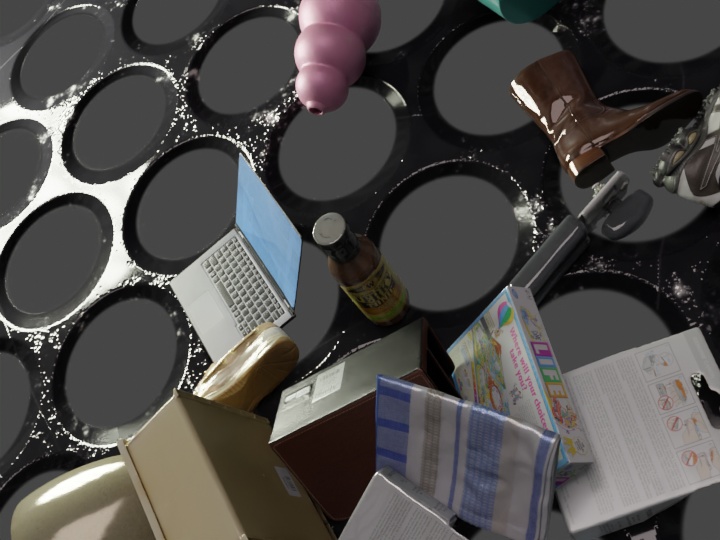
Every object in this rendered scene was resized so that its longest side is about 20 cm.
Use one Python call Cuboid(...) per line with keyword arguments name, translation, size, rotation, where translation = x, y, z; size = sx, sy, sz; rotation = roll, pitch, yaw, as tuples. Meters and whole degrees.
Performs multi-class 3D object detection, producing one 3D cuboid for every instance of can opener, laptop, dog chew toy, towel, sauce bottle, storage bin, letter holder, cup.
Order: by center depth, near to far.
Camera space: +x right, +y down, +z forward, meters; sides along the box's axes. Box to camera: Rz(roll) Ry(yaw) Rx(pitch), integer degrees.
Cuboid(name="towel", translation=(0.101, 0.192, 0.896), size=(0.197, 0.149, 0.024), rotation=(16, 33, 25))
Cuboid(name="storage bin", translation=(-0.134, 0.251, 0.974), size=(0.094, 0.198, 0.201), rotation=(-44, 53, 10))
Cuboid(name="cup", translation=(-0.262, 0.288, 1.002), size=(0.143, 0.200, 0.201), rotation=(-39, 54, 5))
Cuboid(name="letter holder", translation=(0.022, 0.174, 1.006), size=(0.198, 0.143, 0.101), rotation=(-29, 22, 19))
Cuboid(name="can opener", translation=(0.253, -0.033, 1.037), size=(0.200, 0.053, 0.066), rotation=(-44, 55, -3))
Cuboid(name="sauce bottle", translation=(0.000, 0.000, 1.047), size=(0.063, 0.200, 0.066), rotation=(-11, 61, 20))
Cuboid(name="laptop", translation=(-0.170, -0.008, 1.183), size=(0.199, 0.116, 0.188), rotation=(-39, 53, 0))
Cuboid(name="dog chew toy", translation=(-0.041, -0.322, 1.299), size=(0.122, 0.124, 0.204), rotation=(5, 73, 27))

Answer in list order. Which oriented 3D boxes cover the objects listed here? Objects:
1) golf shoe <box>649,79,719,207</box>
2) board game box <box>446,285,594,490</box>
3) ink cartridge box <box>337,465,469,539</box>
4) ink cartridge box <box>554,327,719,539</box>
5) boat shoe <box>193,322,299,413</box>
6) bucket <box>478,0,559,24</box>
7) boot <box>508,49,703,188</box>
Cuboid(name="golf shoe", translation=(0.422, -0.157, 1.026), size=(0.094, 0.078, 0.201), rotation=(37, 84, 18))
Cuboid(name="board game box", translation=(0.161, 0.139, 0.949), size=(0.135, 0.034, 0.203), rotation=(-53, 41, 44))
Cuboid(name="ink cartridge box", translation=(0.043, 0.332, 0.906), size=(0.172, 0.043, 0.202), rotation=(31, 97, 16))
Cuboid(name="ink cartridge box", translation=(0.283, 0.167, 0.920), size=(0.197, 0.047, 0.162), rotation=(-21, 56, 10))
Cuboid(name="boat shoe", translation=(-0.165, 0.146, 1.130), size=(0.199, 0.074, 0.069), rotation=(-41, 42, -2))
Cuboid(name="bucket", translation=(0.208, -0.445, 1.201), size=(0.207, 0.207, 0.135), rotation=(-42, 63, -2))
Cuboid(name="boot", translation=(0.297, -0.222, 1.120), size=(0.184, 0.064, 0.202), rotation=(-30, 50, 9))
